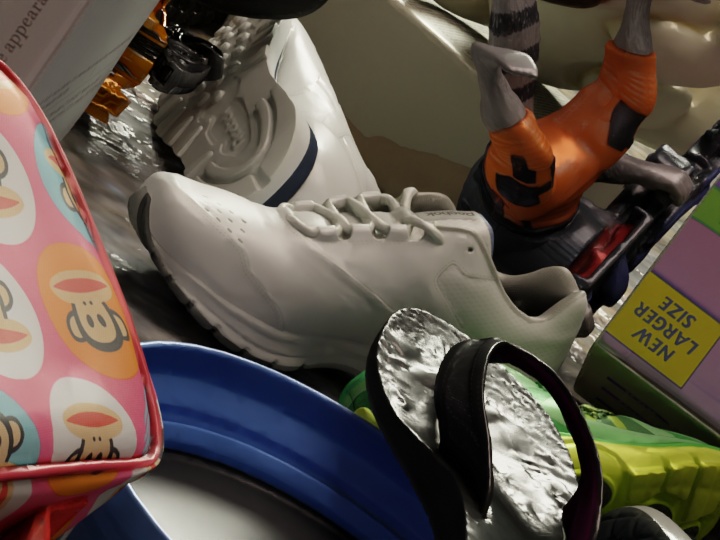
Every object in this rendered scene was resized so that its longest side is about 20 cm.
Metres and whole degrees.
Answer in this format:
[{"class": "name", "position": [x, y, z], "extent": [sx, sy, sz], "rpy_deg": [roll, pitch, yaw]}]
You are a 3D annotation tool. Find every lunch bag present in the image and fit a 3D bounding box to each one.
[{"class": "lunch bag", "position": [-0.139, 0.017, 0.782], "extent": [0.200, 0.082, 0.177], "rpy_deg": [5, 55, -59]}]

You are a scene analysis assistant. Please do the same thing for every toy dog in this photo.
[{"class": "toy dog", "position": [0.120, -0.158, 1.340], "extent": [0.193, 0.140, 0.200], "rpy_deg": [17, -12, 13]}]

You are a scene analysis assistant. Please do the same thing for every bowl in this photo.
[{"class": "bowl", "position": [-0.011, 0.100, 0.919], "extent": [0.200, 0.039, 0.201], "rpy_deg": [33, 17, -11]}]

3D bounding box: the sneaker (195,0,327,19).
[{"class": "sneaker", "position": [-0.104, -0.160, 1.200], "extent": [0.199, 0.060, 0.104], "rpy_deg": [32, 13, 2]}]

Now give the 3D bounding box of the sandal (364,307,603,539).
[{"class": "sandal", "position": [0.054, 0.067, 0.956], "extent": [0.075, 0.048, 0.201], "rpy_deg": [22, 25, -25]}]

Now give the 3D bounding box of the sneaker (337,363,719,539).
[{"class": "sneaker", "position": [0.071, 0.069, 1.098], "extent": [0.199, 0.074, 0.084], "rpy_deg": [17, 29, -46]}]

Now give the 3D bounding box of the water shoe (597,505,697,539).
[{"class": "water shoe", "position": [0.144, 0.157, 1.009], "extent": [0.079, 0.072, 0.200], "rpy_deg": [29, 20, -40]}]

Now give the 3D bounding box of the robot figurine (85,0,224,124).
[{"class": "robot figurine", "position": [-0.131, -0.126, 1.260], "extent": [0.145, 0.058, 0.200], "rpy_deg": [29, 17, -19]}]

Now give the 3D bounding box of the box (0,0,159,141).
[{"class": "box", "position": [-0.133, -0.137, 1.043], "extent": [0.130, 0.200, 0.199], "rpy_deg": [37, 17, -1]}]

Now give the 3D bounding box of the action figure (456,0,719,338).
[{"class": "action figure", "position": [0.093, -0.051, 1.277], "extent": [0.104, 0.194, 0.200], "rpy_deg": [31, 44, 19]}]

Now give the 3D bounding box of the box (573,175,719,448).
[{"class": "box", "position": [0.189, 0.055, 1.209], "extent": [0.176, 0.097, 0.200], "rpy_deg": [37, -5, 6]}]

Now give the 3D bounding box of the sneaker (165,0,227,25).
[{"class": "sneaker", "position": [-0.063, -0.172, 1.479], "extent": [0.082, 0.078, 0.200], "rpy_deg": [42, 18, 26]}]

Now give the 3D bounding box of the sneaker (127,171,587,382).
[{"class": "sneaker", "position": [0.000, 0.000, 1.125], "extent": [0.199, 0.087, 0.075], "rpy_deg": [24, 22, -31]}]

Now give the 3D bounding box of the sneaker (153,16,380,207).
[{"class": "sneaker", "position": [-0.034, -0.052, 1.252], "extent": [0.080, 0.076, 0.200], "rpy_deg": [41, 18, -24]}]

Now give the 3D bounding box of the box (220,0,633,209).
[{"class": "box", "position": [0.034, -0.083, 1.426], "extent": [0.200, 0.078, 0.095], "rpy_deg": [44, 19, 27]}]
